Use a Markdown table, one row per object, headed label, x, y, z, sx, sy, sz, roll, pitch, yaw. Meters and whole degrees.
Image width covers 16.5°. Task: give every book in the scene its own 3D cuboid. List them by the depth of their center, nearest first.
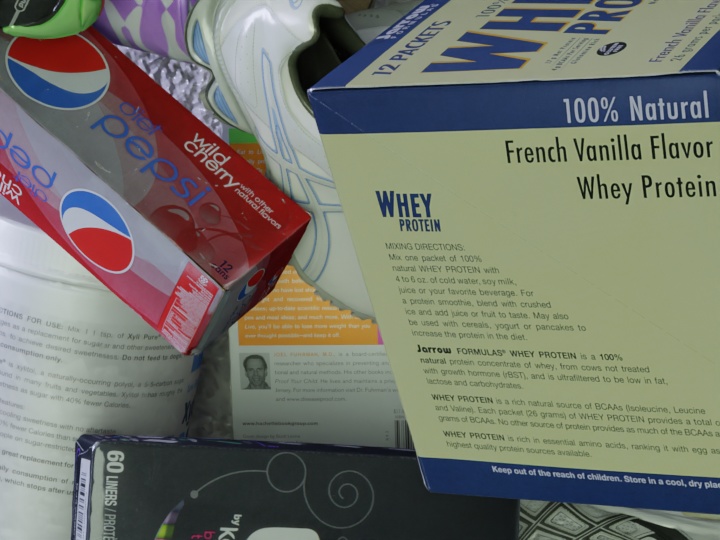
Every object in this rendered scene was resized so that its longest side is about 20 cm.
| label | x | y | z | sx | sy | sz | roll | pitch | yaw |
| --- | --- | --- | --- | --- | --- | --- | --- | --- | --- |
| book | 0.000 | 0.000 | 1.252 | 0.133 | 0.048 | 0.200 | 1 | 101 | 8 |

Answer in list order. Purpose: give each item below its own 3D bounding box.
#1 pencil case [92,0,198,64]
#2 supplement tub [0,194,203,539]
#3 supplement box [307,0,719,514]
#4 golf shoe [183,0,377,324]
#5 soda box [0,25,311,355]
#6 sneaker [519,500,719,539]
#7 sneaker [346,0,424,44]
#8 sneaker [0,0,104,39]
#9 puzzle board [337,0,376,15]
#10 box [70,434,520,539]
| label | x | y | z | sx | sy | sz | roll | pitch | yaw |
| --- | --- | --- | --- | --- | --- | --- | --- | --- | --- |
| pencil case | -0.140 | -0.159 | 1.211 | 0.200 | 0.084 | 0.086 | 15 | 112 | 24 |
| supplement tub | -0.150 | 0.067 | 1.250 | 0.132 | 0.132 | 0.200 | 14 | 103 | 9 |
| supplement box | 0.115 | -0.018 | 1.049 | 0.200 | 0.134 | 0.200 | 0 | 118 | 36 |
| golf shoe | -0.004 | -0.049 | 1.153 | 0.078 | 0.097 | 0.200 | -46 | 120 | -23 |
| soda box | -0.123 | -0.054 | 1.159 | 0.200 | 0.070 | 0.063 | 42 | 140 | 9 |
| sneaker | 0.103 | 0.149 | 1.224 | 0.200 | 0.088 | 0.076 | 3 | 132 | 13 |
| sneaker | 0.082 | -0.117 | 1.181 | 0.200 | 0.076 | 0.092 | 2 | 56 | 18 |
| sneaker | -0.170 | -0.203 | 1.134 | 0.084 | 0.077 | 0.200 | -10 | 79 | -11 |
| puzzle board | -0.069 | -0.196 | 1.191 | 0.200 | 0.151 | 0.017 | 36 | 67 | 3 |
| box | -0.034 | 0.141 | 1.153 | 0.200 | 0.106 | 0.122 | 3 | 87 | -11 |
